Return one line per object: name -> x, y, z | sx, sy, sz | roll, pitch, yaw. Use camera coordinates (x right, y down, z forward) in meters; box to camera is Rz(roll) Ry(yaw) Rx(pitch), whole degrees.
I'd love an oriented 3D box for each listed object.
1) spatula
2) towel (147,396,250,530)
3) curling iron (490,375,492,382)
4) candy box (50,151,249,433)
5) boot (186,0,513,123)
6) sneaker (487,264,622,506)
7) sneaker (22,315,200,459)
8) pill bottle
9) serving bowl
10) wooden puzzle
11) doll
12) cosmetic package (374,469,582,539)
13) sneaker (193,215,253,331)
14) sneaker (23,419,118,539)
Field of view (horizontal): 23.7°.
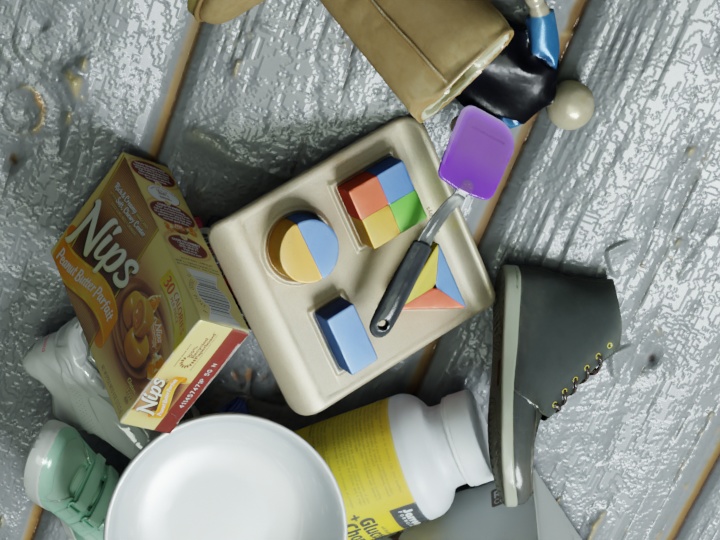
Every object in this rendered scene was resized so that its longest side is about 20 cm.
spatula -> 0.060, -0.033, 1.366 | 0.056, 0.021, 0.201 | 24, 105, -22
towel -> -0.116, 0.231, 1.518 | 0.024, 0.145, 0.201 | 3, 123, 37
curling iron -> 0.139, 0.171, 1.526 | 0.025, 0.050, 0.201 | -7, 123, 8
candy box -> -0.171, 0.015, 1.365 | 0.055, 0.201, 0.116 | 19, 121, -42
boot -> -0.013, -0.189, 1.285 | 0.175, 0.066, 0.200 | -44, 83, 20
sneaker -> 0.164, 0.097, 1.429 | 0.105, 0.075, 0.202 | 4, 83, -4
sneaker -> -0.216, 0.118, 1.499 | 0.099, 0.078, 0.200 | -15, 124, 35
pill bottle -> 0.013, 0.173, 1.490 | 0.198, 0.112, 0.113 | -20, 115, 12
serving bowl -> -0.114, 0.212, 1.413 | 0.198, 0.066, 0.202 | -1, 96, -12
wooden puzzle -> 0.000, 0.000, 1.395 | 0.199, 0.046, 0.186 | -29, 111, -11
doll -> 0.100, -0.170, 1.347 | 0.199, 0.049, 0.137 | 29, 115, -13
cosmetic package -> 0.128, 0.316, 1.512 | 0.164, 0.166, 0.200 | -25, 124, 18
sneaker -> -0.069, 0.027, 1.438 | 0.198, 0.075, 0.081 | 20, 115, -10
sneaker -> -0.212, 0.198, 1.483 | 0.117, 0.074, 0.201 | 14, 152, 20
